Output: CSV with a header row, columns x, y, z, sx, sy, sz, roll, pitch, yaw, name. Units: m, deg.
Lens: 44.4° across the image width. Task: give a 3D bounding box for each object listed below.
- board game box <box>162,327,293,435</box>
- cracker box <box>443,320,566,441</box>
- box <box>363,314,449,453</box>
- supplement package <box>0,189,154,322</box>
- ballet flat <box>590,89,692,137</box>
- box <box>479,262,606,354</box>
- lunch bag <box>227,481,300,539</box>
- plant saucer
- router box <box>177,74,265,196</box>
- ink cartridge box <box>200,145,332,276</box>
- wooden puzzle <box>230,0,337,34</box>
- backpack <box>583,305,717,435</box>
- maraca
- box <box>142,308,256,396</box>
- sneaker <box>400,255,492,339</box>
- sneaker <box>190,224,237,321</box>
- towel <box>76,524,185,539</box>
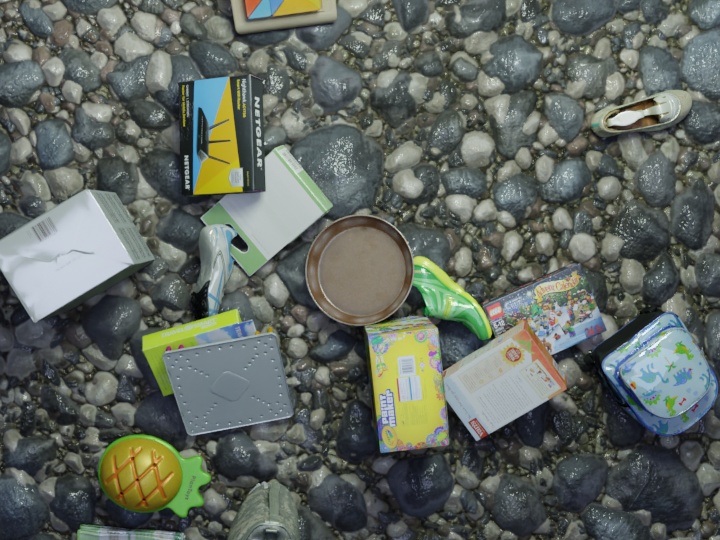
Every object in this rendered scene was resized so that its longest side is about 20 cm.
x,y,z,sx,sy,sz,roll,pitch,yaw,name
-0.233,0.199,1.576,0.199,0.026,0.201,-10,125,-2,board game box
0.255,0.201,1.603,0.199,0.058,0.134,-34,96,19,cracker box
0.077,0.193,1.555,0.121,0.193,0.202,-6,94,-2,box
-0.484,-0.029,1.506,0.191,0.200,0.148,-30,94,-1,supplement package
0.522,-0.283,1.612,0.199,0.062,0.068,-17,95,-2,ballet flat
0.339,0.087,1.639,0.199,0.038,0.137,-24,96,-1,box
-0.168,0.485,1.562,0.138,0.200,0.169,12,97,-7,lunch bag
0.000,0.000,1.598,0.199,0.034,0.202,-1,85,10,plant saucer
-0.244,-0.234,1.550,0.148,0.051,0.202,-2,92,21,router box
-0.170,-0.107,1.596,0.200,0.048,0.146,-39,95,21,ink cartridge box
-0.139,-0.507,1.520,0.184,0.037,0.201,-8,130,-3,wooden puzzle
0.546,0.194,1.604,0.183,0.147,0.200,-37,98,2,backpack
-0.371,0.371,1.585,0.199,0.107,0.138,16,92,-4,maraca
-0.276,0.145,1.578,0.199,0.048,0.122,-16,127,-2,box
0.156,0.061,1.613,0.200,0.074,0.084,41,89,5,sneaker
-0.260,0.016,1.587,0.072,0.072,0.201,-1,108,-37,sneaker
-0.429,0.553,1.633,0.198,0.031,0.150,5,93,-3,towel
